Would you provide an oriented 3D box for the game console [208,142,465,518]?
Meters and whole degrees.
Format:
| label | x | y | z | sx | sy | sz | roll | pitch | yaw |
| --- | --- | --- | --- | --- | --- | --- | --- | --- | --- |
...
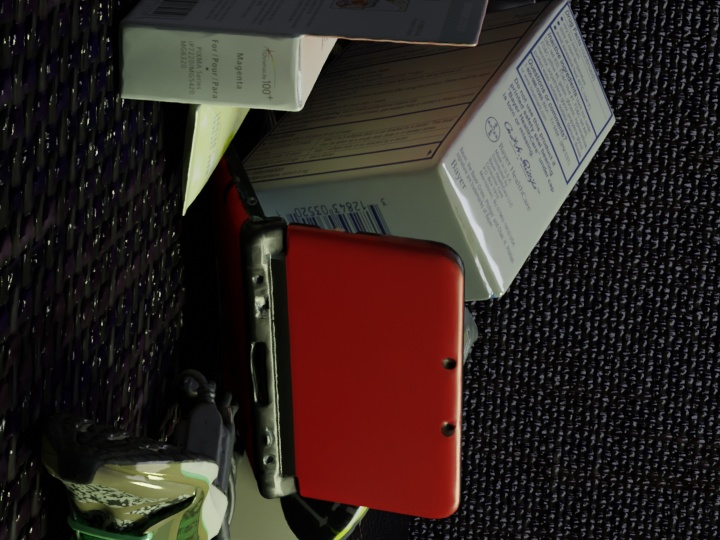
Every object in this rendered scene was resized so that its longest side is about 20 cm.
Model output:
| label | x | y | z | sx | sy | sz | roll | pitch | yaw |
| --- | --- | --- | --- | --- | --- | --- | --- | --- | --- |
| game console | -0.018 | 0.035 | 1.062 | 0.173 | 0.118 | 0.202 | -117 | -158 | -54 |

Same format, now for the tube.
| label | x | y | z | sx | sy | sz | roll | pitch | yaw |
| --- | --- | --- | --- | --- | --- | --- | --- | --- | --- |
| tube | -0.073 | -0.123 | 1.012 | 0.058 | 0.052 | 0.201 | 54 | 34 | -30 |

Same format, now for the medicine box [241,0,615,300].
| label | x | y | z | sx | sy | sz | roll | pitch | yaw |
| --- | --- | --- | --- | --- | --- | --- | --- | --- | --- |
| medicine box | 0.040 | -0.075 | 1.129 | 0.200 | 0.181 | 0.103 | -52 | 124 | -41 |

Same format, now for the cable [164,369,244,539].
| label | x | y | z | sx | sy | sz | roll | pitch | yaw |
| --- | --- | --- | --- | --- | --- | --- | --- | --- | --- |
| cable | -0.101 | 0.166 | 1.027 | 0.163 | 0.050 | 0.202 | 93 | 0 | -70 |

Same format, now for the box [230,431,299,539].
| label | x | y | z | sx | sy | sz | roll | pitch | yaw |
| --- | --- | --- | --- | --- | --- | --- | --- | --- | --- |
| box | -0.068 | 0.193 | 1.223 | 0.082 | 0.068 | 0.202 | -58 | 153 | -77 |

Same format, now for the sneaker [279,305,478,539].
| label | x | y | z | sx | sy | sz | roll | pitch | yaw |
| --- | --- | --- | --- | --- | --- | --- | --- | --- | --- |
| sneaker | 0.019 | 0.101 | 1.148 | 0.081 | 0.074 | 0.201 | 18 | 108 | -55 |

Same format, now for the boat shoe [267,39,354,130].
| label | x | y | z | sx | sy | sz | roll | pitch | yaw |
| --- | --- | --- | --- | --- | --- | --- | --- | --- | --- |
| boat shoe | -0.035 | -0.168 | 1.248 | 0.064 | 0.070 | 0.202 | 82 | 7 | -68 |

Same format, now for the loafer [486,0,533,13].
| label | x | y | z | sx | sy | sz | roll | pitch | yaw |
| --- | --- | --- | --- | --- | --- | --- | --- | --- | --- |
| loafer | 0.058 | -0.152 | 1.259 | 0.199 | 0.072 | 0.072 | -15 | -98 | 57 |

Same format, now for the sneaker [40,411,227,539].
| label | x | y | z | sx | sy | sz | roll | pitch | yaw |
| --- | --- | --- | --- | --- | --- | --- | --- | --- | --- |
| sneaker | -0.108 | 0.127 | 0.806 | 0.200 | 0.076 | 0.089 | 72 | 33 | -70 |

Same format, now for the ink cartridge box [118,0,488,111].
| label | x | y | z | sx | sy | sz | roll | pitch | yaw |
| --- | --- | --- | --- | --- | --- | --- | --- | --- | --- |
| ink cartridge box | -0.019 | -0.134 | 0.903 | 0.200 | 0.172 | 0.044 | -71 | 166 | -64 |
